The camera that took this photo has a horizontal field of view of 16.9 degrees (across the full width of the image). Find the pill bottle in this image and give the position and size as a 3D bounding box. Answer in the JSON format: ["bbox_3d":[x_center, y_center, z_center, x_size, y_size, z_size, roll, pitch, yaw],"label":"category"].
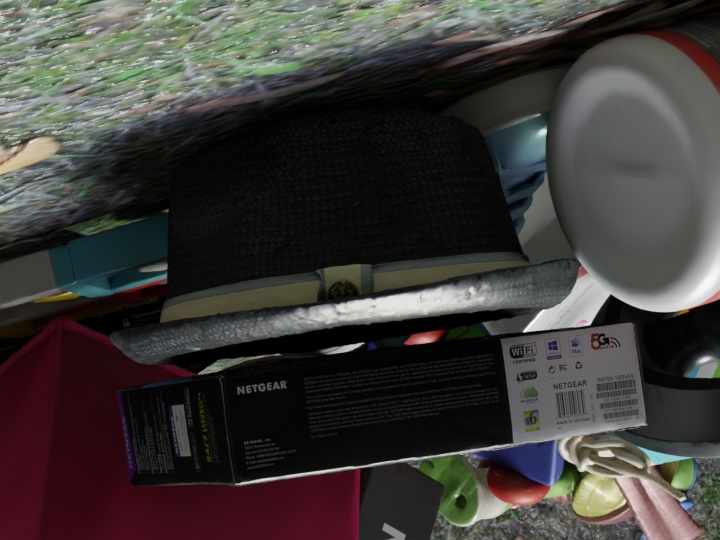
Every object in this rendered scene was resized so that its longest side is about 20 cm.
[{"bbox_3d":[0.187,-0.058,1.040,0.199,0.116,0.116,-14,174,-34],"label":"pill bottle"}]

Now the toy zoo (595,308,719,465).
[{"bbox_3d":[0.181,0.043,1.294,0.020,0.132,0.200,32,162,-13],"label":"toy zoo"}]

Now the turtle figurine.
[{"bbox_3d":[0.119,0.080,1.463,0.143,0.201,0.193,-4,178,38],"label":"turtle figurine"}]

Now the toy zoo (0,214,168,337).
[{"bbox_3d":[-0.125,0.002,1.190,0.199,0.021,0.131,-16,174,9],"label":"toy zoo"}]

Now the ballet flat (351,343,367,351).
[{"bbox_3d":[0.002,0.001,1.429,0.075,0.068,0.200,12,156,-26],"label":"ballet flat"}]

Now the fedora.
[{"bbox_3d":[-0.010,-0.017,1.024,0.199,0.092,0.201,-7,175,-1],"label":"fedora"}]

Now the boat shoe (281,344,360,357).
[{"bbox_3d":[0.000,0.000,1.319,0.200,0.070,0.066,-23,170,42],"label":"boat shoe"}]

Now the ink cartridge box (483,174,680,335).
[{"bbox_3d":[0.146,-0.027,1.264,0.200,0.068,0.117,-8,144,-52],"label":"ink cartridge box"}]

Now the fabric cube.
[{"bbox_3d":[-0.132,0.180,1.207,0.196,0.200,0.200,24,138,-30],"label":"fabric cube"}]

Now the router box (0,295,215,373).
[{"bbox_3d":[-0.183,0.050,1.341,0.199,0.062,0.150,-13,173,-18],"label":"router box"}]

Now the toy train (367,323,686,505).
[{"bbox_3d":[0.111,0.065,1.276,0.199,0.085,0.116,21,-147,31],"label":"toy train"}]

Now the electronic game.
[{"bbox_3d":[0.195,0.017,1.126,0.199,0.042,0.200,-22,-153,12],"label":"electronic game"}]

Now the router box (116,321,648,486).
[{"bbox_3d":[0.007,0.061,1.096,0.199,0.051,0.149,-6,177,-23],"label":"router box"}]

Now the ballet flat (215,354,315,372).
[{"bbox_3d":[-0.089,0.082,1.358,0.199,0.068,0.064,-13,-159,-30],"label":"ballet flat"}]

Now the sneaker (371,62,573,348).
[{"bbox_3d":[0.053,-0.024,1.110,0.074,0.082,0.200,-18,167,-35],"label":"sneaker"}]

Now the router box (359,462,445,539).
[{"bbox_3d":[-0.045,0.205,1.320,0.052,0.201,0.157,32,151,-27],"label":"router box"}]
